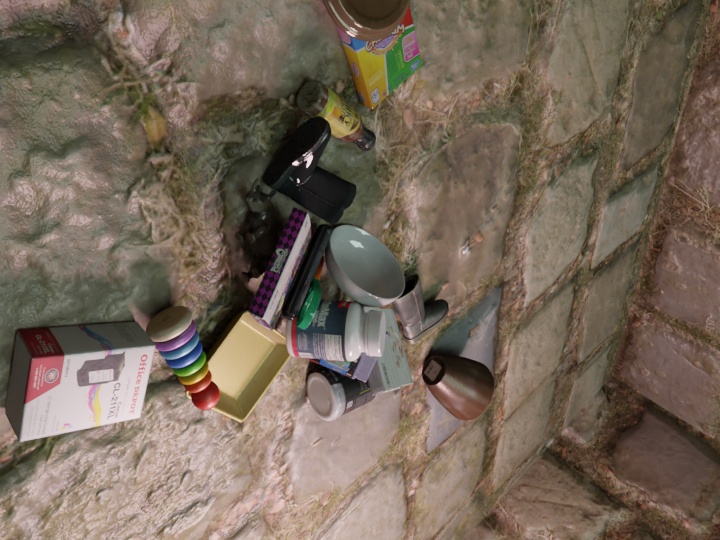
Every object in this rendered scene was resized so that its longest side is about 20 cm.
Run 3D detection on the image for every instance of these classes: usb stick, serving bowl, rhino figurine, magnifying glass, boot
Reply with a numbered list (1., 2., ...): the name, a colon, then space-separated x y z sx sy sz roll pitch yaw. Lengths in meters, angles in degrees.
1. usb stick: -0.105 0.001 1.216 0.032 0.055 0.205 26 78 -16
2. serving bowl: 0.000 0.000 1.296 0.197 0.203 0.066 -2 143 -47
3. rhino figurine: -0.185 -0.077 1.119 0.087 0.058 0.205 -41 143 -45
4. magnifying glass: -0.095 0.038 1.226 0.022 0.203 0.080 25 126 -15
5. boot: 0.159 0.082 1.627 0.181 0.072 0.204 -41 133 -24
6. boot: -0.066 -0.183 1.157 0.164 0.067 0.198 -40 143 19

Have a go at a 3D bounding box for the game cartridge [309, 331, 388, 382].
1. game cartridge: -0.048 0.160 1.370 0.195 0.038 0.133 25 94 -13

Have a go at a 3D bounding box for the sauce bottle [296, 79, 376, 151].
1. sauce bottle: -0.038 -0.285 1.146 0.198 0.064 0.066 22 99 -54

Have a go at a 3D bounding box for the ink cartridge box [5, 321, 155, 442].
1. ink cartridge box: -0.445 0.171 0.977 0.197 0.082 0.150 -1 115 -47

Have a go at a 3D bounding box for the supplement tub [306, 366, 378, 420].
1. supplement tub: -0.026 0.277 1.495 0.196 0.121 0.126 -15 126 -41

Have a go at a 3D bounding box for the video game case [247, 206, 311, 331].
1. video game case: -0.145 0.003 1.133 0.182 0.035 0.205 101 11 -78

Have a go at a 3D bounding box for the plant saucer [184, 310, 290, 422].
1. plant saucer: -0.248 0.190 1.244 0.202 0.048 0.200 -53 143 -7

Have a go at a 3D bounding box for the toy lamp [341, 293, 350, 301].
1. toy lamp: -0.035 0.084 1.407 0.057 0.058 0.206 -9 122 -44

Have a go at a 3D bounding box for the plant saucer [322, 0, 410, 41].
1. plant saucer: 0.016 -0.500 1.034 0.195 0.029 0.207 -8 105 -33

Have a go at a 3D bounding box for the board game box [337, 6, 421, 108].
1. board game box: 0.036 -0.437 1.143 0.153 0.040 0.202 -44 140 -18

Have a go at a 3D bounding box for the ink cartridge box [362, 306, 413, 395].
1. ink cartridge box: 0.056 0.192 1.493 0.043 0.206 0.172 -20 167 23

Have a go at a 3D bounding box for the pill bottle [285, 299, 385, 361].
1. pill bottle: -0.048 0.124 1.261 0.119 0.193 0.124 3 90 -80

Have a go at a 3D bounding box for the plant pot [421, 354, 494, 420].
1. plant pot: 0.280 0.337 1.862 0.198 0.186 0.190 31 91 -38

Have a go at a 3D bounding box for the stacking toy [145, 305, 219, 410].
1. stacking toy: -0.309 0.170 1.095 0.084 0.084 0.205 -32 122 -28
